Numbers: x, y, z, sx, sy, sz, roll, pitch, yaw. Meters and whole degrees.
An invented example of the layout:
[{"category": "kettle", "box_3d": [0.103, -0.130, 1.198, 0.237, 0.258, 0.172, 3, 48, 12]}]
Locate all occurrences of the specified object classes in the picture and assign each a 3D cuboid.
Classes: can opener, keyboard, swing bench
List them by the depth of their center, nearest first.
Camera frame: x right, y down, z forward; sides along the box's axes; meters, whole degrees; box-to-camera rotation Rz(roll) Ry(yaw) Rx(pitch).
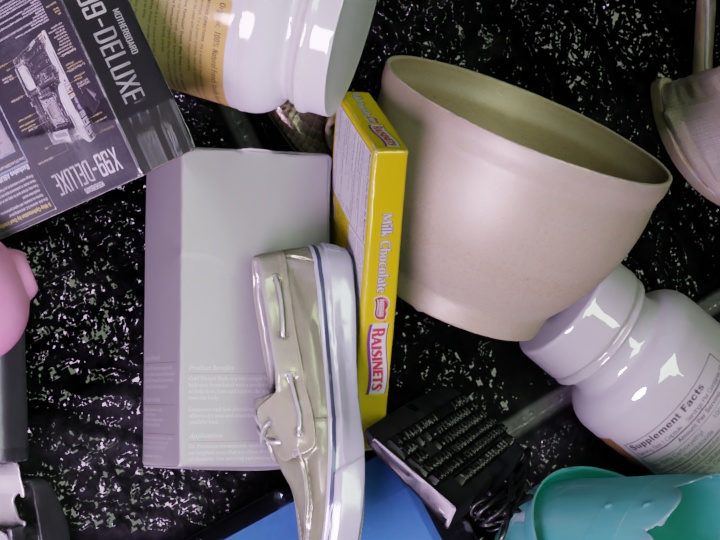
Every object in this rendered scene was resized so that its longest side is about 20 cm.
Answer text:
[{"category": "can opener", "box_3d": [-0.221, 0.102, 1.109, 0.066, 0.052, 0.202, -5, 90, -57]}, {"category": "keyboard", "box_3d": [0.073, 0.112, 1.143, 0.104, 0.200, 0.040, 45, 106, 8]}, {"category": "swing bench", "box_3d": [0.310, -0.155, 1.260, 0.129, 0.199, 0.202, 26, 76, -19]}]

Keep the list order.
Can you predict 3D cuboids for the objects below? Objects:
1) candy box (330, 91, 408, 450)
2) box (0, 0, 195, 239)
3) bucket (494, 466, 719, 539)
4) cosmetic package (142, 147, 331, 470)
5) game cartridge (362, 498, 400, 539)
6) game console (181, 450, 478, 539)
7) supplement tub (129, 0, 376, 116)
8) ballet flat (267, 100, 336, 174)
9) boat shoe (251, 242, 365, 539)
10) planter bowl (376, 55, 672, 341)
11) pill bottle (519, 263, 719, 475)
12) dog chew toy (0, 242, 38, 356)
[{"category": "candy box", "box_3d": [0.000, 0.000, 1.129, 0.026, 0.102, 0.202, -3, 116, -16]}, {"category": "box", "box_3d": [-0.203, -0.106, 1.042, 0.050, 0.199, 0.159, -32, 99, -47]}, {"category": "bucket", "box_3d": [0.181, 0.226, 1.182, 0.206, 0.134, 0.210, 4, 85, -50]}, {"category": "cosmetic package", "box_3d": [-0.079, 0.025, 1.148, 0.106, 0.090, 0.202, 4, 82, -23]}, {"category": "game cartridge", "box_3d": [-0.031, 0.244, 1.145, 0.199, 0.040, 0.134, -27, 83, -11]}, {"category": "game console", "box_3d": [-0.008, 0.203, 1.084, 0.199, 0.171, 0.119, -28, 106, -11]}, {"category": "supplement tub", "box_3d": [-0.095, -0.179, 1.087, 0.198, 0.144, 0.146, 18, 79, 7]}, {"category": "ballet flat", "box_3d": [-0.046, -0.155, 1.184, 0.067, 0.046, 0.201, -31, 97, -57]}, {"category": "boat shoe", "box_3d": [-0.034, 0.084, 1.091, 0.061, 0.072, 0.202, -1, 79, -10]}, {"category": "planter bowl", "box_3d": [0.086, -0.038, 1.177, 0.199, 0.200, 0.136, 15, 107, -21]}, {"category": "pill bottle", "box_3d": [0.211, 0.079, 1.248, 0.199, 0.114, 0.115, 38, 73, -16]}, {"category": "dog chew toy", "box_3d": [-0.281, 0.038, 1.030, 0.199, 0.124, 0.126, -23, 95, -12]}]
